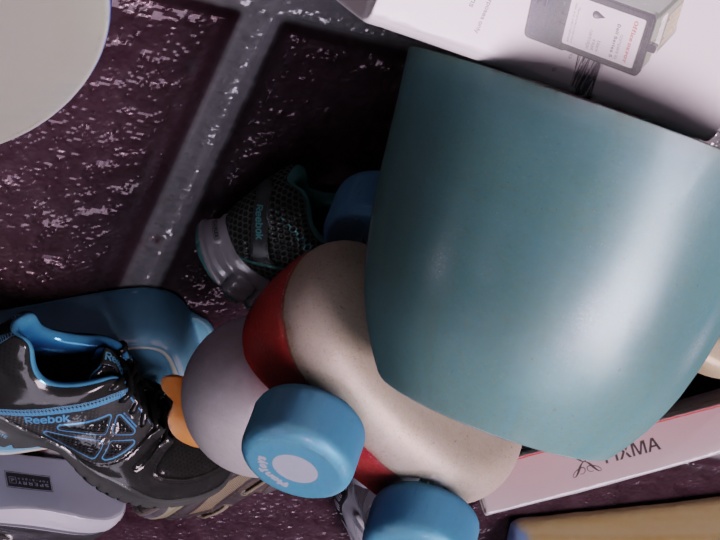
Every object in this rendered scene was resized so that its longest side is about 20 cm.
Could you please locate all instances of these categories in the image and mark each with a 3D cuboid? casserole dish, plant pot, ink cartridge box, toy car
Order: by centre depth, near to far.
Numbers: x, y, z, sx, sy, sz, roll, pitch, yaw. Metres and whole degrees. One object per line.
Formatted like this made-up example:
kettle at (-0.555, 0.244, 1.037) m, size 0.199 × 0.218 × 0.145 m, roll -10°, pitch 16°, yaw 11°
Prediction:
ink cartridge box at (0.077, -0.146, 0.816) m, size 0.199 × 0.146 × 0.084 m, roll 15°, pitch 107°, yaw -27°
plant pot at (0.091, -0.002, 0.831) m, size 0.200 × 0.200 × 0.162 m, roll 17°, pitch 97°, yaw -27°
toy car at (-0.026, 0.077, 0.967) m, size 0.200 × 0.185 × 0.177 m, roll -22°, pitch 127°, yaw 42°
casserole dish at (-0.191, 0.072, 1.099) m, size 0.199 × 0.039 × 0.121 m, roll -10°, pitch 139°, yaw -1°
ink cartridge box at (0.175, 0.126, 1.159) m, size 0.199 × 0.044 × 0.174 m, roll -16°, pitch 177°, yaw 6°

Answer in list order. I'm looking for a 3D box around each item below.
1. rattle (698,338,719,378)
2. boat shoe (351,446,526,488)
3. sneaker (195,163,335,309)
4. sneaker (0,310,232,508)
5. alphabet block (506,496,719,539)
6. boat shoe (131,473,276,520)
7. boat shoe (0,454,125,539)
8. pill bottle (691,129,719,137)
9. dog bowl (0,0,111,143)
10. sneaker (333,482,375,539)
rattle at (0.180, 0.011, 1.074) m, size 0.199 × 0.143 × 0.131 m, roll -5°, pitch 94°, yaw -18°
boat shoe at (0.072, 0.082, 1.117) m, size 0.199 × 0.074 × 0.068 m, roll -14°, pitch 113°, yaw -30°
sneaker at (0.000, 0.000, 1.032) m, size 0.199 × 0.078 × 0.091 m, roll 24°, pitch 124°, yaw -35°
sneaker at (-0.153, 0.088, 1.040) m, size 0.199 × 0.073 × 0.082 m, roll 22°, pitch 130°, yaw -31°
alphabet block at (0.225, 0.315, 1.335) m, size 0.199 × 0.197 × 0.196 m, roll -6°, pitch 140°, yaw -5°
boat shoe at (-0.076, 0.113, 1.153) m, size 0.200 × 0.075 × 0.073 m, roll -30°, pitch 147°, yaw 32°
boat shoe at (-0.263, 0.157, 1.162) m, size 0.199 × 0.070 × 0.066 m, roll 13°, pitch 133°, yaw -35°
pill bottle at (0.257, -0.118, 0.917) m, size 0.199 × 0.117 × 0.117 m, roll 0°, pitch 138°, yaw -11°
dog bowl at (-0.220, -0.151, 0.812) m, size 0.199 × 0.079 × 0.201 m, roll -5°, pitch 138°, yaw -5°
sneaker at (0.025, 0.179, 1.202) m, size 0.075 × 0.115 × 0.200 m, roll -3°, pitch 138°, yaw -7°
